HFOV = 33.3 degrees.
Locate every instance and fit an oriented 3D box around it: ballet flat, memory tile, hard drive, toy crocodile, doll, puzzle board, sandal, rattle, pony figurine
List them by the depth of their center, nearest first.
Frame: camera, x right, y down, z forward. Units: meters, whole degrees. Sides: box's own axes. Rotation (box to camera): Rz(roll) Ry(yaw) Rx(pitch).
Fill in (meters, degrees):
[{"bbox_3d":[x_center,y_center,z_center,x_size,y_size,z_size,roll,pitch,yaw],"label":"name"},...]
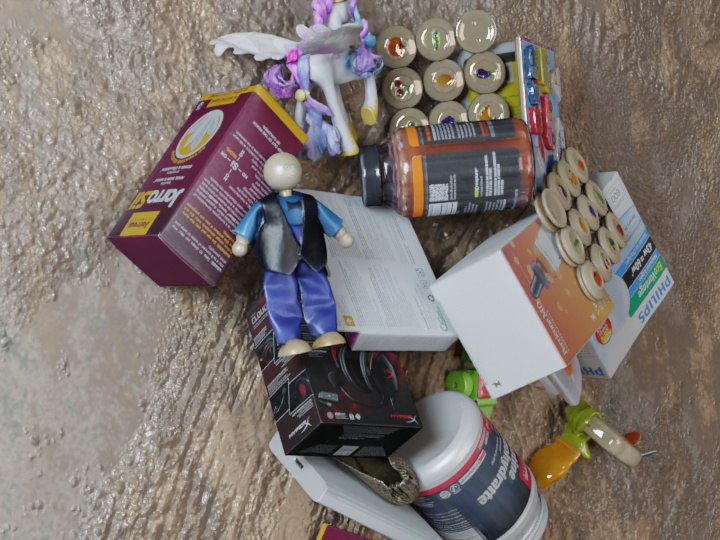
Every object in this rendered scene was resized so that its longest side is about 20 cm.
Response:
[{"bbox_3d":[-0.064,-0.019,1.224,0.135,0.048,0.203,-11,89,-28],"label":"doll"},{"bbox_3d":[-0.048,-0.226,1.336,0.193,0.165,0.203,-32,120,-53],"label":"pony figurine"},{"bbox_3d":[-0.013,0.196,1.369,0.200,0.046,0.068,41,80,0],"label":"ballet flat"},{"bbox_3d":[-0.003,0.258,1.376,0.199,0.132,0.026,33,92,-36],"label":"hard drive"},{"bbox_3d":[0.104,-0.206,1.465,0.151,0.017,0.203,-9,97,4],"label":"memory tile"},{"bbox_3d":[0.273,-0.061,1.475,0.154,0.017,0.200,57,32,-10],"label":"memory tile"},{"bbox_3d":[0.229,-0.182,1.496,0.150,0.017,0.203,-8,94,-64],"label":"puzzle board"},{"bbox_3d":[0.214,0.093,1.549,0.207,0.059,0.080,50,38,-21],"label":"sandal"},{"bbox_3d":[0.155,0.110,1.555,0.067,0.061,0.203,6,87,-40],"label":"toy crocodile"},{"bbox_3d":[0.331,0.271,1.706,0.144,0.129,0.200,-65,154,-6],"label":"rattle"}]

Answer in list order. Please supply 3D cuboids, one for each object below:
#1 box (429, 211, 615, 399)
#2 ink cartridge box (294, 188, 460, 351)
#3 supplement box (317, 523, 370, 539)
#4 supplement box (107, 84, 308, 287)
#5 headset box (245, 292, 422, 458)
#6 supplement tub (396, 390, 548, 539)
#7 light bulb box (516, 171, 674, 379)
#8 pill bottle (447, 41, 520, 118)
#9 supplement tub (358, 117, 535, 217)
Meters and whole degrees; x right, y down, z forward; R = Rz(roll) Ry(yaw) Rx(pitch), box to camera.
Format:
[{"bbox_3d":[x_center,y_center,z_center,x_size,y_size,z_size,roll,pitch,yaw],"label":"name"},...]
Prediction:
[{"bbox_3d":[0.194,0.032,1.413,0.153,0.106,0.200,60,33,-3],"label":"box"},{"bbox_3d":[0.000,0.000,1.369,0.198,0.043,0.198,4,52,-39],"label":"ink cartridge box"},{"bbox_3d":[0.037,0.361,1.352,0.110,0.199,0.086,34,72,-34],"label":"supplement box"},{"bbox_3d":[-0.158,-0.087,1.252,0.086,0.110,0.201,45,63,-31],"label":"supplement box"},{"bbox_3d":[-0.034,0.101,1.335,0.147,0.075,0.202,10,49,-39],"label":"headset box"},{"bbox_3d":[0.130,0.259,1.483,0.200,0.140,0.141,50,61,-29],"label":"supplement tub"},{"bbox_3d":[0.298,0.007,1.636,0.199,0.124,0.201,-49,119,-29],"label":"light bulb box"},{"bbox_3d":[0.178,-0.185,1.538,0.113,0.114,0.203,-14,100,-39],"label":"pill bottle"},{"bbox_3d":[0.098,-0.118,1.401,0.197,0.107,0.109,-4,94,-3],"label":"supplement tub"}]
